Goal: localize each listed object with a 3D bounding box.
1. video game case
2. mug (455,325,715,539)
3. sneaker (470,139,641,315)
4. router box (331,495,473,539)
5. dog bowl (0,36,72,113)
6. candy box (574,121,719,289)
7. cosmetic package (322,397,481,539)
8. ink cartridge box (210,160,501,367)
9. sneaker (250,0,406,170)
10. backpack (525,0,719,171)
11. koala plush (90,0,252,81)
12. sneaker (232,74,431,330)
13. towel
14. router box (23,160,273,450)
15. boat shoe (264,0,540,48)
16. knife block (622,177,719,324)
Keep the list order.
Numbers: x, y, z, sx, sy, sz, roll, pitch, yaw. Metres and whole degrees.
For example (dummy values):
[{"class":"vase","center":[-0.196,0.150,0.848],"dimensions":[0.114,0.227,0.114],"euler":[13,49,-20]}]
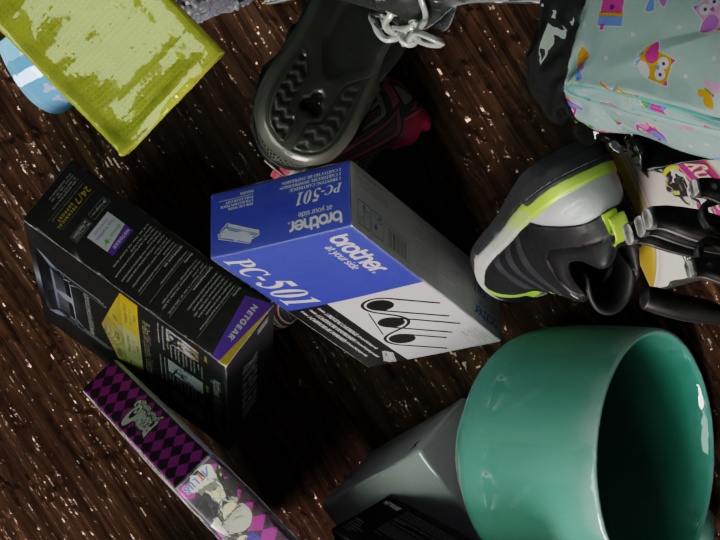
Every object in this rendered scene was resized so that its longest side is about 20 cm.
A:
[{"class":"video game case","center":[-0.082,0.152,1.646],"dimensions":[0.181,0.036,0.200],"euler":[49,173,-27]},{"class":"mug","center":[0.131,0.123,1.548],"dimensions":[0.114,0.152,0.186],"euler":[0,117,34]},{"class":"sneaker","center":[0.115,-0.004,1.479],"dimensions":[0.083,0.072,0.200],"euler":[60,168,14]},{"class":"router box","center":[0.066,0.230,1.558],"dimensions":[0.200,0.051,0.150],"euler":[21,136,64]},{"class":"dog bowl","center":[-0.197,-0.196,1.591],"dimensions":[0.049,0.112,0.201],"euler":[-14,109,21]},{"class":"candy box","center":[0.227,-0.079,1.432],"dimensions":[0.199,0.061,0.137],"euler":[-17,107,37]},{"class":"cosmetic package","center":[0.081,0.194,1.671],"dimensions":[0.101,0.071,0.200],"euler":[-33,98,41]},{"class":"ink cartridge box","center":[0.000,0.000,1.535],"dimensions":[0.094,0.044,0.200],"euler":[-13,154,25]},{"class":"sneaker","center":[-0.003,-0.142,1.487],"dimensions":[0.076,0.200,0.114],"euler":[31,168,-7]},{"class":"backpack","center":[0.191,-0.120,1.312],"dimensions":[0.199,0.126,0.168],"euler":[21,97,33]},{"class":"koala plush","center":[-0.131,-0.192,1.489],"dimensions":[0.178,0.200,0.184],"euler":[50,130,-5]},{"class":"sneaker","center":[-0.024,-0.037,1.594],"dimensions":[0.074,0.081,0.200],"euler":[31,128,9]},{"class":"towel","center":[-0.170,-0.160,1.401],"dimensions":[0.200,0.018,0.086],"euler":[46,110,2]},{"class":"router box","center":[-0.132,0.026,1.649],"dimensions":[0.157,0.052,0.200],"euler":[36,163,8]},{"class":"boat shoe","center":[0.032,-0.155,1.405],"dimensions":[0.198,0.074,0.068],"euler":[-9,99,-11]},{"class":"knife block","center":[0.242,0.010,1.388],"dimensions":[0.175,0.064,0.200],"euler":[-3,158,26]}]
